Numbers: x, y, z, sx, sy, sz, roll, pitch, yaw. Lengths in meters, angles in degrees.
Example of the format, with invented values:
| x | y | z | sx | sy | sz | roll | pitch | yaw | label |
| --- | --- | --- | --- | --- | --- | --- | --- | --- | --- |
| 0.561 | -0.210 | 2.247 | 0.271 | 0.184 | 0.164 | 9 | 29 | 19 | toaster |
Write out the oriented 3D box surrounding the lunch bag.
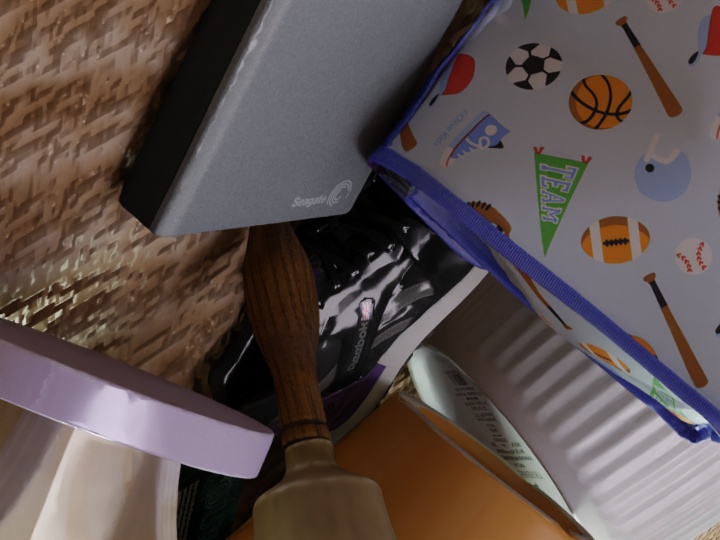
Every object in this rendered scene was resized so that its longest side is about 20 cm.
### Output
| x | y | z | sx | sy | sz | roll | pitch | yaw | label |
| --- | --- | --- | --- | --- | --- | --- | --- | --- | --- |
| 0.127 | -0.048 | 0.972 | 0.170 | 0.200 | 0.124 | -51 | 180 | -6 | lunch bag |

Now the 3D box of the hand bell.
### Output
| x | y | z | sx | sy | sz | roll | pitch | yaw | label |
| --- | --- | --- | --- | --- | --- | --- | --- | --- | --- |
| -0.023 | 0.065 | 0.962 | 0.104 | 0.201 | 0.104 | -8 | 158 | -3 | hand bell |

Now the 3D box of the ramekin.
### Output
| x | y | z | sx | sy | sz | roll | pitch | yaw | label |
| --- | --- | --- | --- | --- | --- | --- | --- | --- | --- |
| 0.112 | 0.071 | 1.177 | 0.105 | 0.200 | 0.200 | -36 | 153 | -12 | ramekin |

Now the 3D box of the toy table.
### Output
| x | y | z | sx | sy | sz | roll | pitch | yaw | label |
| --- | --- | --- | --- | --- | --- | --- | --- | --- | --- |
| -0.120 | 0.090 | 0.860 | 0.200 | 0.183 | 0.117 | 24 | 88 | -59 | toy table |

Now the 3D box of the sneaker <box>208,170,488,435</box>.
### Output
| x | y | z | sx | sy | sz | roll | pitch | yaw | label |
| --- | --- | --- | --- | --- | --- | --- | --- | --- | --- |
| 0.000 | 0.000 | 1.035 | 0.087 | 0.076 | 0.200 | -1 | 127 | -52 | sneaker |

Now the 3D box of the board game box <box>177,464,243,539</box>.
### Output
| x | y | z | sx | sy | sz | roll | pitch | yaw | label |
| --- | --- | --- | --- | --- | --- | --- | --- | --- | --- |
| -0.122 | 0.168 | 1.113 | 0.135 | 0.028 | 0.200 | -31 | 149 | -39 | board game box |

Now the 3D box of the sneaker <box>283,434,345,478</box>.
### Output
| x | y | z | sx | sy | sz | roll | pitch | yaw | label |
| --- | --- | --- | --- | --- | --- | --- | --- | --- | --- |
| -0.027 | 0.159 | 1.209 | 0.089 | 0.075 | 0.200 | -79 | -171 | -63 | sneaker |

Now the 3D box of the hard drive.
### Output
| x | y | z | sx | sy | sz | roll | pitch | yaw | label |
| --- | --- | --- | --- | --- | --- | --- | --- | --- | --- |
| -0.009 | -0.107 | 0.912 | 0.139 | 0.033 | 0.200 | -10 | 134 | -55 | hard drive |

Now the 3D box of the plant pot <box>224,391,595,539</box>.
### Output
| x | y | z | sx | sy | sz | roll | pitch | yaw | label |
| --- | --- | --- | --- | --- | --- | --- | --- | --- | --- |
| 0.012 | 0.167 | 1.064 | 0.183 | 0.200 | 0.200 | -52 | 155 | 3 | plant pot |
